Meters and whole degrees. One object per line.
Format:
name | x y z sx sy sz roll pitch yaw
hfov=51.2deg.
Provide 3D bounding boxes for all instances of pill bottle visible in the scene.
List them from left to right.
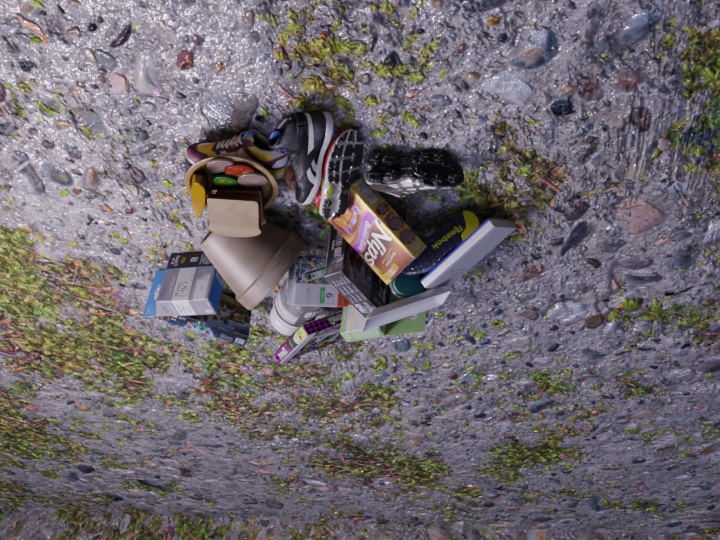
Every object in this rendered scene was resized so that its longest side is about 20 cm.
pill bottle | -0.146 0.071 1.826 0.112 0.114 0.200 19 142 -16

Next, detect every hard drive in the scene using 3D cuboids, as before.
hard drive | 0.230 -0.036 1.593 0.200 0.025 0.132 -44 159 26

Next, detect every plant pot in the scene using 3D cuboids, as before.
plant pot | -0.248 -0.046 1.648 0.173 0.201 0.200 41 134 -14

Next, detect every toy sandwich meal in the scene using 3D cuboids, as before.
toy sandwich meal | -0.255 -0.145 1.477 0.203 0.071 0.206 0 148 0

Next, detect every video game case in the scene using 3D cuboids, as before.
video game case | -0.100 0.160 1.906 0.199 0.036 0.181 -17 162 -39

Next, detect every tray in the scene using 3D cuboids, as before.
tray | 0.096 0.081 1.635 0.198 0.022 0.108 -18 162 -11

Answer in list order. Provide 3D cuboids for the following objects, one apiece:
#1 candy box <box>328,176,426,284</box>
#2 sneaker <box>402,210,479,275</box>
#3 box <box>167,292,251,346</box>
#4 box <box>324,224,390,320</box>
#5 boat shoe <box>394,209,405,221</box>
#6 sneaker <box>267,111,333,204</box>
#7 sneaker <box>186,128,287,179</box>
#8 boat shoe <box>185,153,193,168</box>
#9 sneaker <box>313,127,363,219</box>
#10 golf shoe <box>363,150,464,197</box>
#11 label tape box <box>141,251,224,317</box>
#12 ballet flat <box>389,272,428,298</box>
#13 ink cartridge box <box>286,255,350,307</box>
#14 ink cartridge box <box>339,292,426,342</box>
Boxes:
candy box | 0.030 -0.082 1.562 0.200 0.056 0.117 46 137 2
sneaker | 0.173 -0.048 1.613 0.199 0.074 0.082 -30 162 12
box | -0.373 0.103 1.882 0.198 0.137 0.038 19 123 -17
box | 0.000 0.000 1.672 0.049 0.159 0.200 -16 139 27
boat shoe | 0.062 -0.060 1.662 0.073 0.076 0.201 8 138 11
sneaker | -0.129 -0.217 1.439 0.111 0.073 0.201 -1 130 -25
sneaker | -0.240 -0.241 1.472 0.198 0.075 0.091 5 136 -9
boat shoe | -0.282 -0.175 1.547 0.199 0.073 0.063 28 122 -33
sneaker | -0.057 -0.199 1.488 0.076 0.085 0.201 -5 131 -32
golf shoe | 0.106 -0.188 1.492 0.198 0.079 0.095 6 161 4
label tape box | -0.428 0.033 1.792 0.198 0.145 0.064 -4 142 13
ballet flat | 0.124 0.022 1.682 0.199 0.072 0.072 -24 166 -41
ink cartridge box | -0.065 0.027 1.712 0.198 0.110 0.050 4 180 -25
ink cartridge box | 0.056 0.090 1.791 0.198 0.147 0.048 -11 138 22
